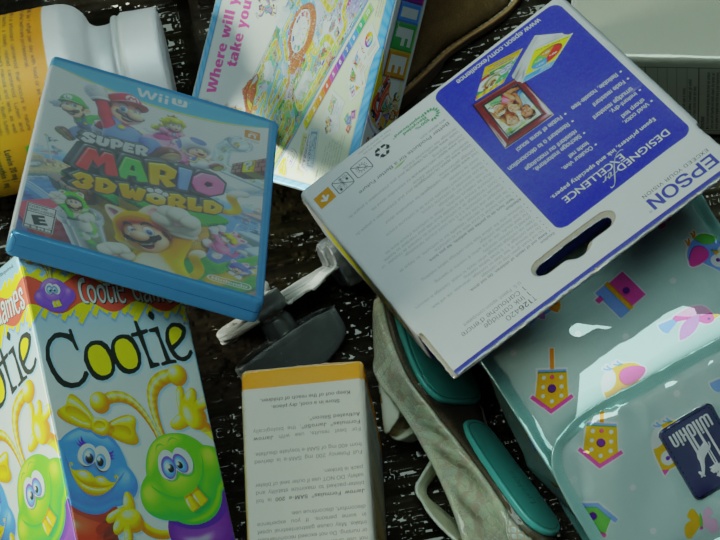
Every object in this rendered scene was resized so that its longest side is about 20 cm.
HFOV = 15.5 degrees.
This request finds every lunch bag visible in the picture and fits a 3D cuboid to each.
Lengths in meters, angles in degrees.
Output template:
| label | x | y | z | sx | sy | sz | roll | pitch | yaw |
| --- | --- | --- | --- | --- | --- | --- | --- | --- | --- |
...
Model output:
| label | x | y | z | sx | sy | sz | roll | pitch | yaw |
| --- | --- | --- | --- | --- | --- | --- | --- | --- | --- |
| lunch bag | 0.169 | 0.069 | 1.505 | 0.170 | 0.122 | 0.200 | -30 | 63 | -2 |

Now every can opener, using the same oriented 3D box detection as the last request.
| label | x | y | z | sx | sy | sz | roll | pitch | yaw |
| --- | --- | --- | --- | --- | --- | --- | --- | --- | --- |
| can opener | 0.000 | 0.000 | 1.611 | 0.200 | 0.053 | 0.066 | -35 | 99 | -10 |

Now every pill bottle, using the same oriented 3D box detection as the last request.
| label | x | y | z | sx | sy | sz | roll | pitch | yaw |
| --- | --- | --- | --- | --- | --- | --- | --- | --- | --- |
| pill bottle | -0.217 | -0.104 | 1.648 | 0.200 | 0.111 | 0.111 | -12 | 62 | 1 |

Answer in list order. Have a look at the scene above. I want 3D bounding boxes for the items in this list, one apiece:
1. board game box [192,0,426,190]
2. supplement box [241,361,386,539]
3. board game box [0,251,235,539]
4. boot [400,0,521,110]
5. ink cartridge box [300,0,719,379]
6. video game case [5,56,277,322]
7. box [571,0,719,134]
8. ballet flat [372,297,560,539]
| label | x | y | z | sx | sy | sz | roll | pitch | yaw |
| --- | --- | --- | --- | --- | --- | --- | --- | --- | --- |
| board game box | -0.029 | -0.151 | 1.622 | 0.134 | 0.034 | 0.200 | 17 | 95 | 33 |
| supplement box | -0.022 | 0.168 | 1.475 | 0.073 | 0.126 | 0.200 | -5 | 61 | 3 |
| board game box | -0.150 | 0.100 | 1.469 | 0.103 | 0.105 | 0.200 | 0 | 68 | -36 |
| boot | 0.054 | -0.187 | 1.682 | 0.074 | 0.075 | 0.200 | 31 | 69 | 22 |
| ink cartridge box | 0.091 | -0.042 | 1.501 | 0.198 | 0.047 | 0.200 | -37 | 46 | -2 |
| video game case | -0.121 | -0.050 | 1.515 | 0.143 | 0.018 | 0.200 | 16 | 32 | -9 |
| box | 0.229 | -0.137 | 1.625 | 0.200 | 0.095 | 0.078 | 2 | 63 | 6 |
| ballet flat | 0.045 | 0.097 | 1.542 | 0.062 | 0.067 | 0.200 | -43 | 58 | 24 |
